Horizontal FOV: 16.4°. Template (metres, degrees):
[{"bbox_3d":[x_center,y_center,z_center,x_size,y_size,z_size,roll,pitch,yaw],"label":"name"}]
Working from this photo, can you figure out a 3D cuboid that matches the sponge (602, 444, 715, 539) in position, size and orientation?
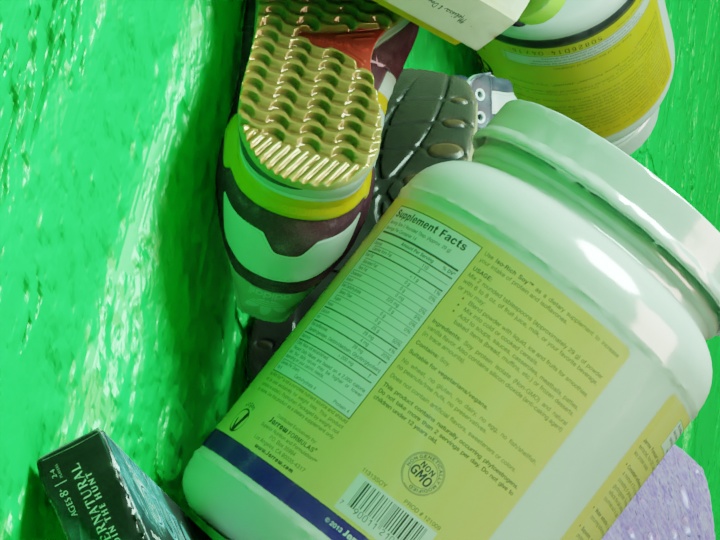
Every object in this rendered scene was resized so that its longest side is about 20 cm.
[{"bbox_3d":[0.121,0.108,1.264,0.200,0.030,0.112,39,38,-40],"label":"sponge"}]

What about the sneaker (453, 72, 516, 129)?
[{"bbox_3d":[0.041,-0.024,1.192,0.109,0.070,0.200,62,32,-14],"label":"sneaker"}]

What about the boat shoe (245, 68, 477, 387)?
[{"bbox_3d":[0.000,0.000,1.098,0.074,0.076,0.200,82,27,-53],"label":"boat shoe"}]

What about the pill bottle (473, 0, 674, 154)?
[{"bbox_3d":[0.118,-0.137,1.406,0.200,0.112,0.112,62,35,-63],"label":"pill bottle"}]

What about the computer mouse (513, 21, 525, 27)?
[{"bbox_3d":[0.043,-0.211,1.246,0.139,0.053,0.200,-68,146,-52],"label":"computer mouse"}]

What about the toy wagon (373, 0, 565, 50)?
[{"bbox_3d":[0.011,-0.183,1.026,0.155,0.040,0.200,23,39,-47],"label":"toy wagon"}]

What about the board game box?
[{"bbox_3d":[-0.049,0.147,0.891,0.135,0.028,0.200,63,2,26],"label":"board game box"}]

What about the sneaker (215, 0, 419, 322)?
[{"bbox_3d":[-0.022,-0.067,1.011,0.200,0.075,0.090,-72,-179,-51],"label":"sneaker"}]

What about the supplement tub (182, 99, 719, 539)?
[{"bbox_3d":[0.043,0.050,0.957,0.200,0.145,0.145,-52,157,-8],"label":"supplement tub"}]
